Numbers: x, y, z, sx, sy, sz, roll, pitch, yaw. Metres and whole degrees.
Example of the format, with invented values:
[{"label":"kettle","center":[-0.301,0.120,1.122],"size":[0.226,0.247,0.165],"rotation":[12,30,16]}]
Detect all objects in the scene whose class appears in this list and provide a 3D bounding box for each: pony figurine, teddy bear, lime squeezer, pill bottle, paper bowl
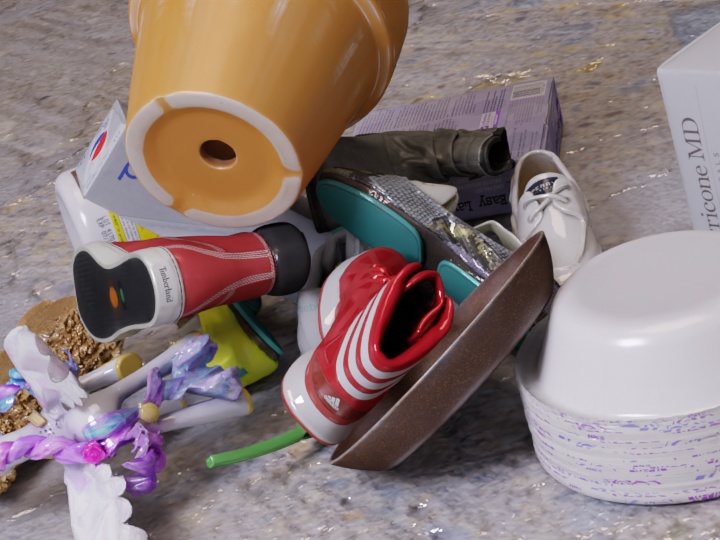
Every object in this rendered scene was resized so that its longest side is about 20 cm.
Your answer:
[{"label":"pony figurine","center":[-0.176,0.104,1.269],"size":[0.200,0.167,0.193],"rotation":[-21,6,-33]},{"label":"teddy bear","center":[-0.250,0.102,1.418],"size":[0.145,0.067,0.200],"rotation":[-18,28,21]},{"label":"lime squeezer","center":[-0.028,0.080,1.298],"size":[0.038,0.071,0.200],"rotation":[-20,27,44]},{"label":"pill bottle","center":[-0.153,-0.064,1.653],"size":[0.200,0.110,0.109],"rotation":[-22,24,-12]},{"label":"paper bowl","center":[0.193,0.048,1.180],"size":[0.200,0.105,0.201],"rotation":[-13,25,6]}]

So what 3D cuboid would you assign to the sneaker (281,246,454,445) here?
[{"label":"sneaker","center":[0.027,0.028,1.262],"size":[0.115,0.078,0.200],"rotation":[-37,18,31]}]

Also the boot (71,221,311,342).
[{"label":"boot","center":[-0.118,0.003,1.384],"size":[0.144,0.073,0.200],"rotation":[-13,6,-28]}]

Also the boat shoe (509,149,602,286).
[{"label":"boat shoe","center":[0.142,-0.037,1.445],"size":[0.071,0.070,0.200],"rotation":[-13,24,9]}]

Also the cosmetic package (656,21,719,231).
[{"label":"cosmetic package","center":[0.342,-0.095,1.326],"size":[0.200,0.165,0.165],"rotation":[7,32,44]}]

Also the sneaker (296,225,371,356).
[{"label":"sneaker","center":[0.000,0.000,1.434],"size":[0.075,0.089,0.200],"rotation":[-9,24,20]}]

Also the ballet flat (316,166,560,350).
[{"label":"ballet flat","center":[0.062,-0.021,1.369],"size":[0.200,0.072,0.072],"rotation":[37,46,15]}]

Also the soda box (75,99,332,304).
[{"label":"soda box","center":[-0.113,-0.050,1.466],"size":[0.068,0.200,0.063],"rotation":[-57,24,12]}]

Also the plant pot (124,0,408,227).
[{"label":"plant pot","center":[-0.080,-0.136,1.354],"size":[0.200,0.200,0.184],"rotation":[-6,44,23]}]

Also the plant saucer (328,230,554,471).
[{"label":"plant saucer","center":[0.058,0.058,1.223],"size":[0.200,0.034,0.200],"rotation":[-48,0,0]}]

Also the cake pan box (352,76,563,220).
[{"label":"cake pan box","center":[0.078,-0.100,1.657],"size":[0.184,0.052,0.200],"rotation":[-9,24,12]}]

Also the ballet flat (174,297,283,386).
[{"label":"ballet flat","center":[-0.108,0.038,1.462],"size":[0.067,0.067,0.200],"rotation":[-45,24,7]}]

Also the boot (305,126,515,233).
[{"label":"boot","center":[0.041,-0.082,1.473],"size":[0.130,0.068,0.200],"rotation":[-6,12,21]}]
